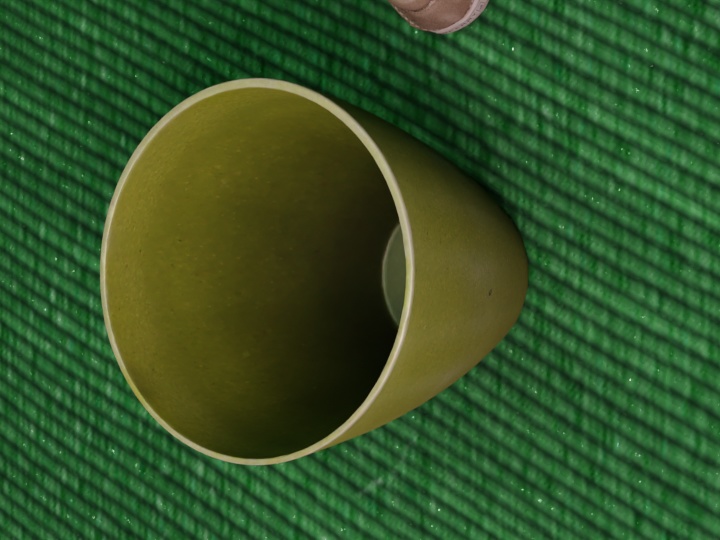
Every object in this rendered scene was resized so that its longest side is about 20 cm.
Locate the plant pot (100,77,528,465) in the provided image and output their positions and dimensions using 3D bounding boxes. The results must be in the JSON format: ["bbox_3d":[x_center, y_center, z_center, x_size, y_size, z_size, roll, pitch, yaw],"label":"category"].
[{"bbox_3d":[0.000,0.000,1.265,0.187,0.200,0.188,0,90,33],"label":"plant pot"}]

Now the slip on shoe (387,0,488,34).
[{"bbox_3d":[0.002,-0.220,1.347,0.076,0.061,0.200,-34,72,28],"label":"slip on shoe"}]
